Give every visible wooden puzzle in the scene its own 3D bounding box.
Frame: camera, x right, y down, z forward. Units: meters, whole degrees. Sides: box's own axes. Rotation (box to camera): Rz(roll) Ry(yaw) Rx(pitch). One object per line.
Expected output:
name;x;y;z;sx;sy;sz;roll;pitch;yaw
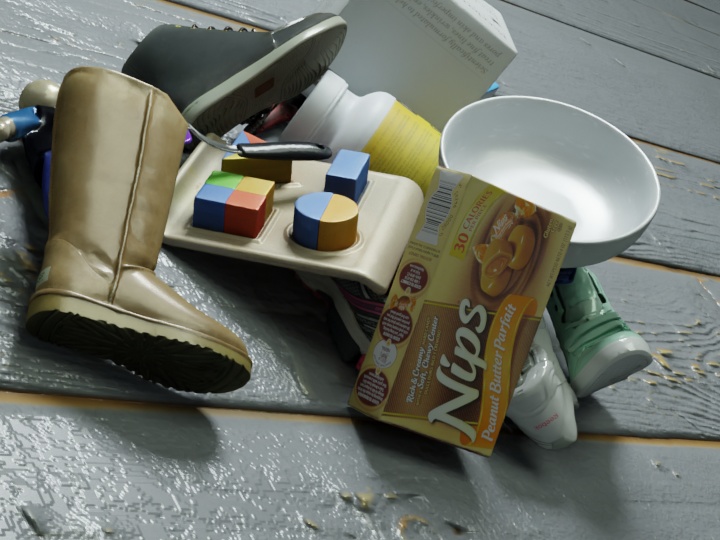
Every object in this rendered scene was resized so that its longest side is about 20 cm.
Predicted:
wooden puzzle;-0.055;-0.060;1.405;0.198;0.047;0.186;15;29;6

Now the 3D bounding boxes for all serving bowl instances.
serving bowl;0.160;-0.068;1.507;0.198;0.066;0.201;8;40;-7

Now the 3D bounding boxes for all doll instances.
doll;-0.224;-0.081;1.299;0.136;0.049;0.201;19;32;-37

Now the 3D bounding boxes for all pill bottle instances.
pill bottle;0.027;-0.093;1.580;0.199;0.112;0.112;37;25;-5

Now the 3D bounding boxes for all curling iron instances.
curling iron;-0.069;-0.158;1.641;0.026;0.050;0.200;44;19;5

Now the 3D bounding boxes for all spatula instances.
spatula;-0.110;-0.104;1.380;0.199;0.021;0.057;5;29;-32

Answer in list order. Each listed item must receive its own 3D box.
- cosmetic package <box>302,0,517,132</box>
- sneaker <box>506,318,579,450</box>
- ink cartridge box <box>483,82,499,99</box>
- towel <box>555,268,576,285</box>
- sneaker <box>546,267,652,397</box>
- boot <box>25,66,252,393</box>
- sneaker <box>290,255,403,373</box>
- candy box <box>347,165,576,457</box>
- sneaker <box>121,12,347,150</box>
cosmetic package;0.038;-0.224;1.710;0.164;0.165;0.200;36;15;-13
sneaker;0.144;0.096;1.491;0.100;0.078;0.200;55;14;-20
ink cartridge box;0.046;-0.237;1.899;0.200;0.068;0.115;43;25;8
towel;0.147;-0.013;1.598;0.024;0.144;0.200;68;21;-13
sneaker;0.199;0.047;1.525;0.200;0.073;0.119;84;-16;-83
boot;-0.143;-0.030;1.208;0.174;0.066;0.202;24;54;-27
sneaker;0.000;0.000;1.434;0.080;0.075;0.201;10;36;-44
candy box;0.080;0.033;1.342;0.115;0.202;0.055;21;0;-32
sneaker;-0.111;-0.198;1.531;0.199;0.075;0.106;-33;65;-28
